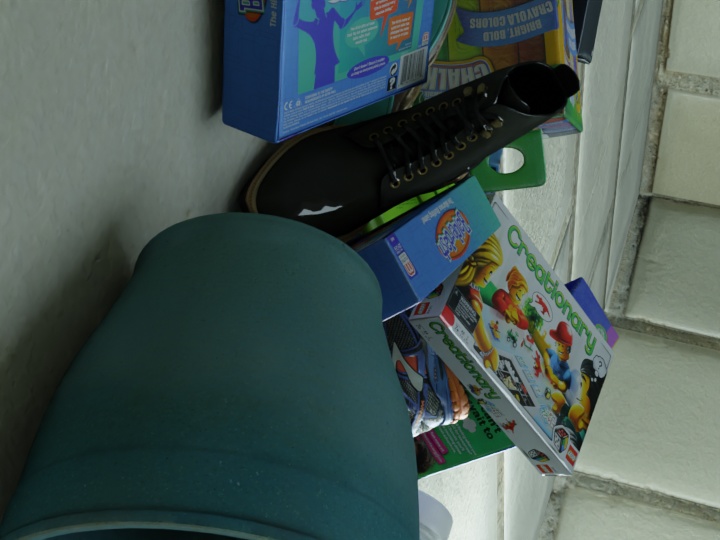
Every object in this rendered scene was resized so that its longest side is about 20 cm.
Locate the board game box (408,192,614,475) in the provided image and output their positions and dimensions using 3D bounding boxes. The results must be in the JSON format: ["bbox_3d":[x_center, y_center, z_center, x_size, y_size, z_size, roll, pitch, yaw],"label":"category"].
[{"bbox_3d":[0.125,0.053,0.960,0.200,0.035,0.126,49,51,-30],"label":"board game box"}]

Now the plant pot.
[{"bbox_3d":[-0.063,0.082,0.595,0.200,0.200,0.188,79,13,-53],"label":"plant pot"}]

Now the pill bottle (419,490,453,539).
[{"bbox_3d":[0.014,0.304,1.122,0.110,0.109,0.200,82,27,-50],"label":"pill bottle"}]

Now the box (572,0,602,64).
[{"bbox_3d":[0.151,-0.295,1.082,0.079,0.141,0.200,-20,120,-71],"label":"box"}]

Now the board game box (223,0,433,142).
[{"bbox_3d":[-0.011,-0.190,0.695,0.152,0.045,0.200,-28,133,-47],"label":"board game box"}]

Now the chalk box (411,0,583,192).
[{"bbox_3d":[0.111,-0.166,0.990,0.124,0.124,0.200,4,81,-74],"label":"chalk box"}]

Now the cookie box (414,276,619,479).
[{"bbox_3d":[0.118,0.106,1.132,0.075,0.200,0.171,56,40,-7],"label":"cookie box"}]

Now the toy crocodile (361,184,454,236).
[{"bbox_3d":[0.041,-0.045,0.979,0.068,0.062,0.200,64,26,1],"label":"toy crocodile"}]

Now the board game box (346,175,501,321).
[{"bbox_3d":[-0.004,0.007,0.788,0.045,0.152,0.200,60,25,-4],"label":"board game box"}]

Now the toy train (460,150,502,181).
[{"bbox_3d":[0.089,-0.032,1.173,0.114,0.087,0.200,-66,164,-58],"label":"toy train"}]

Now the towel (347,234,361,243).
[{"bbox_3d":[0.000,0.000,1.004,0.145,0.024,0.200,-46,145,-59],"label":"towel"}]

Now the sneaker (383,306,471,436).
[{"bbox_3d":[0.023,0.066,0.960,0.078,0.075,0.200,-34,125,-9],"label":"sneaker"}]

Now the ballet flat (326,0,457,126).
[{"bbox_3d":[0.019,-0.140,0.904,0.072,0.068,0.200,92,16,-75],"label":"ballet flat"}]

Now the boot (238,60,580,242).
[{"bbox_3d":[0.031,-0.081,0.768,0.200,0.138,0.078,-31,94,-38],"label":"boot"}]
